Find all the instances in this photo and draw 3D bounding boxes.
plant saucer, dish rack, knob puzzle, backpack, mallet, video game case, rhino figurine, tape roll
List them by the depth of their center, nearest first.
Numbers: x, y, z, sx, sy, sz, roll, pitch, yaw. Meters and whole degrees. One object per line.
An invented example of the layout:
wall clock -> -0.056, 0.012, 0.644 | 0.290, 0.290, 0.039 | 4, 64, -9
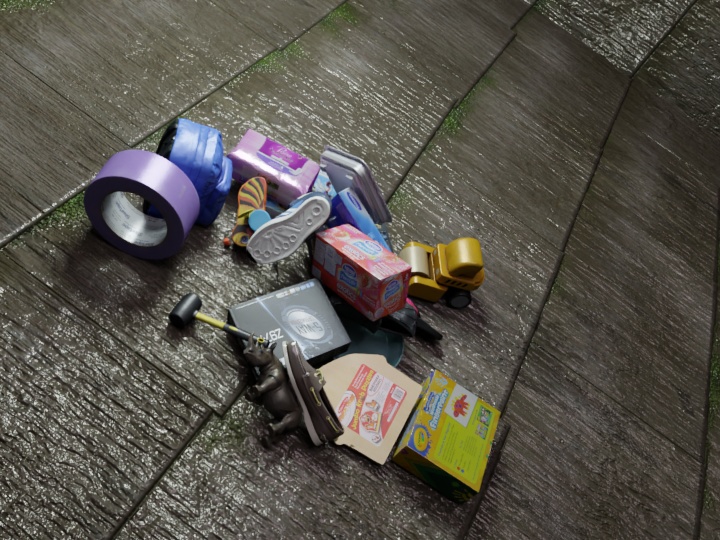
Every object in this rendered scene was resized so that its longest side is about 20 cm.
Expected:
rhino figurine -> -0.163, 0.206, 1.253 | 0.087, 0.059, 0.203 | -25, 99, -45
mallet -> -0.259, 0.096, 1.315 | 0.197, 0.041, 0.066 | 16, 47, 6
tape roll -> -0.414, -0.123, 1.327 | 0.198, 0.201, 0.086 | 25, 45, -9
knob puzzle -> -0.003, 0.252, 1.357 | 0.216, 0.031, 0.223 | 5, 66, -11
backpack -> -0.346, -0.205, 1.433 | 0.165, 0.201, 0.164 | 11, 48, -21
plant saucer -> -0.004, 0.139, 1.462 | 0.197, 0.036, 0.202 | 16, 47, -18
dish rack -> -0.019, -0.182, 1.539 | 0.043, 0.173, 0.199 | -37, 34, -16
video game case -> -0.129, -0.171, 1.639 | 0.179, 0.046, 0.202 | 22, 47, -11

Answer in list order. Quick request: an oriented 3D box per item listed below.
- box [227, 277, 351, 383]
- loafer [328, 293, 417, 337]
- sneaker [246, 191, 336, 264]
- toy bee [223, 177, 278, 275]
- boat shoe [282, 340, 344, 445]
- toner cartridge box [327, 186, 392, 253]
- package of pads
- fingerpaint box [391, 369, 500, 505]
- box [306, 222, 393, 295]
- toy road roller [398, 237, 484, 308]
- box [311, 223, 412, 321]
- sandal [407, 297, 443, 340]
box -> -0.141, 0.117, 1.367 | 0.198, 0.044, 0.161 | -18, 64, -24
loafer -> 0.027, 0.094, 1.443 | 0.198, 0.068, 0.071 | 13, 54, -17
sneaker -> -0.144, -0.090, 1.446 | 0.081, 0.199, 0.147 | 54, 3, -11
toy bee -> -0.239, -0.093, 1.470 | 0.107, 0.131, 0.203 | -8, 66, -5
boat shoe -> -0.088, 0.217, 1.272 | 0.059, 0.072, 0.203 | -19, 94, 4
toner cartridge box -> -0.003, -0.069, 1.489 | 0.043, 0.095, 0.202 | -31, 89, -36
package of pads -> -0.197, -0.227, 1.565 | 0.198, 0.076, 0.121 | 27, 46, -3
fingerpaint box -> 0.172, 0.327, 1.381 | 0.166, 0.074, 0.201 | 33, 45, -3
box -> -0.017, -0.035, 1.557 | 0.198, 0.051, 0.160 | -7, 77, -34
toy road roller -> 0.199, -0.013, 1.623 | 0.197, 0.147, 0.124 | 14, 48, -19
box -> 0.000, 0.000, 1.398 | 0.095, 0.101, 0.199 | -20, 42, -38
sandal -> 0.105, 0.085, 1.540 | 0.198, 0.045, 0.075 | 32, 0, -10
